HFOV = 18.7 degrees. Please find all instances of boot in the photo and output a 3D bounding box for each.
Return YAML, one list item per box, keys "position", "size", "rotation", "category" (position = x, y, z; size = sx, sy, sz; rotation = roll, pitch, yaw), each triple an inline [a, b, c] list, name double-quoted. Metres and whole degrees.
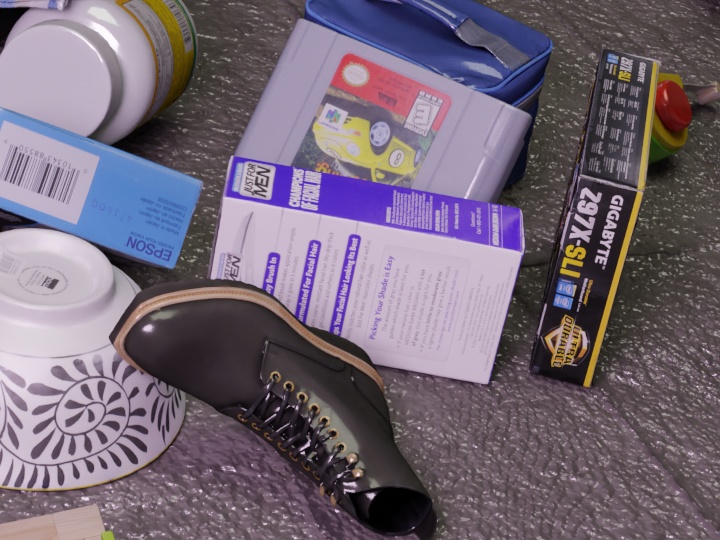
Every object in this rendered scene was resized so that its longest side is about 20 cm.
- position: [-0.043, 0.085, 1.296]
  size: [0.199, 0.078, 0.139]
  rotation: [16, 30, -37]
  category: "boot"

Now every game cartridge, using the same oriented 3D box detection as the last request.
- position: [0.010, -0.088, 1.578]
  size: [0.199, 0.134, 0.041]
  rotation: [24, 2, 24]
  category: "game cartridge"

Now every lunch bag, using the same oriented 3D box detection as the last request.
- position: [0.041, -0.153, 1.680]
  size: [0.199, 0.133, 0.136]
  rotation: [27, 35, 21]
  category: "lunch bag"

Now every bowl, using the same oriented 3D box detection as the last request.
- position: [-0.199, 0.036, 1.344]
  size: [0.200, 0.095, 0.201]
  rotation: [9, 32, -6]
  category: "bowl"

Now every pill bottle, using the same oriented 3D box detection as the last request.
- position: [-0.191, -0.148, 1.570]
  size: [0.112, 0.113, 0.200]
  rotation: [16, 16, 5]
  category: "pill bottle"

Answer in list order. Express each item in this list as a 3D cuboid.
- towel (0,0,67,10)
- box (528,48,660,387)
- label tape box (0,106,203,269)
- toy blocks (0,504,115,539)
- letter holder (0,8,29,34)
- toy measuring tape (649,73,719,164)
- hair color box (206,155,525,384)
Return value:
- position: [-0.253, -0.253, 1.554]
  size: [0.199, 0.024, 0.147]
  rotation: [7, 69, 38]
  category: "towel"
- position: [0.164, -0.039, 1.521]
  size: [0.049, 0.160, 0.200]
  rotation: [15, 31, 3]
  category: "box"
- position: [-0.204, -0.051, 1.451]
  size: [0.143, 0.066, 0.200]
  rotation: [20, -8, -19]
  category: "label tape box"
- position: [-0.184, 0.200, 1.115]
  size: [0.136, 0.100, 0.200]
  rotation: [-11, 37, -13]
  category: "toy blocks"
- position: [-0.263, -0.269, 1.687]
  size: [0.199, 0.101, 0.142]
  rotation: [-28, 26, 19]
  category: "letter holder"
- position: [0.251, -0.122, 1.785]
  size: [0.073, 0.074, 0.200]
  rotation: [33, 20, 29]
  category: "toy measuring tape"
- position: [0.000, 0.000, 1.453]
  size: [0.199, 0.110, 0.065]
  rotation: [10, 32, -5]
  category: "hair color box"
